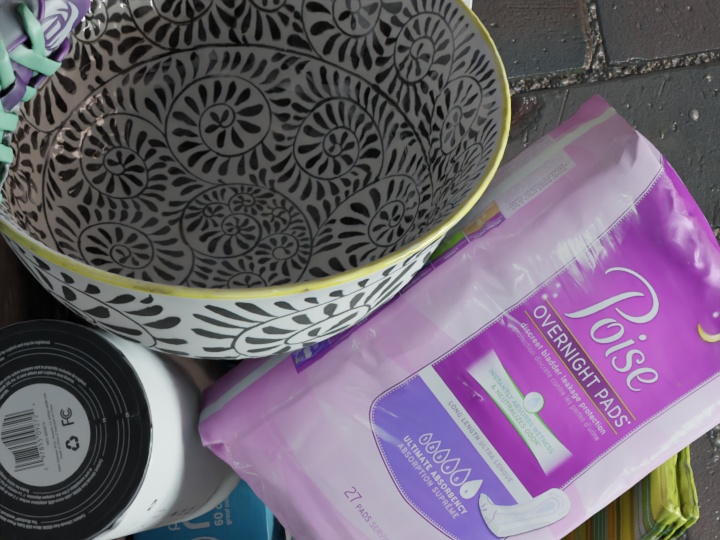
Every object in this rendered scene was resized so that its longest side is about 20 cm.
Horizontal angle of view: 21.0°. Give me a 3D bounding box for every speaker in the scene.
[{"bbox_3d":[-0.096,0.064,0.756,0.200,0.080,0.082,30,52,-82],"label":"speaker"}]

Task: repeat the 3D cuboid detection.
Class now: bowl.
[{"bbox_3d":[-0.050,-0.033,0.700,0.095,0.199,0.202,96,-6,-46],"label":"bowl"}]

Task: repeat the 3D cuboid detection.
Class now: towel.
[{"bbox_3d":[0.081,0.137,0.805,0.201,0.018,0.086,-59,-169,33],"label":"towel"}]

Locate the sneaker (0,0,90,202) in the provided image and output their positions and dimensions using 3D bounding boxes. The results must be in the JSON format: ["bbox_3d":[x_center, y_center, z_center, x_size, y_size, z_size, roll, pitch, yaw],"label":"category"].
[{"bbox_3d":[-0.127,-0.053,0.597,0.074,0.087,0.202,65,17,-69],"label":"sneaker"}]

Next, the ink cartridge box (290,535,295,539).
[{"bbox_3d":[0.002,0.182,0.914,0.200,0.067,0.117,-83,168,-61],"label":"ink cartridge box"}]

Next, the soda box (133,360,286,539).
[{"bbox_3d":[-0.073,0.118,0.946,0.064,0.067,0.202,72,11,-67],"label":"soda box"}]

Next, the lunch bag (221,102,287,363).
[{"bbox_3d":[0.000,0.000,0.869,0.169,0.139,0.200,62,1,1],"label":"lunch bag"}]

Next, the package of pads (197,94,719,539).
[{"bbox_3d":[0.050,0.042,0.728,0.121,0.199,0.076,52,4,-19],"label":"package of pads"}]

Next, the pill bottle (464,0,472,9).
[{"bbox_3d":[-0.025,-0.125,1.002,0.199,0.103,0.105,-10,-91,60],"label":"pill bottle"}]
